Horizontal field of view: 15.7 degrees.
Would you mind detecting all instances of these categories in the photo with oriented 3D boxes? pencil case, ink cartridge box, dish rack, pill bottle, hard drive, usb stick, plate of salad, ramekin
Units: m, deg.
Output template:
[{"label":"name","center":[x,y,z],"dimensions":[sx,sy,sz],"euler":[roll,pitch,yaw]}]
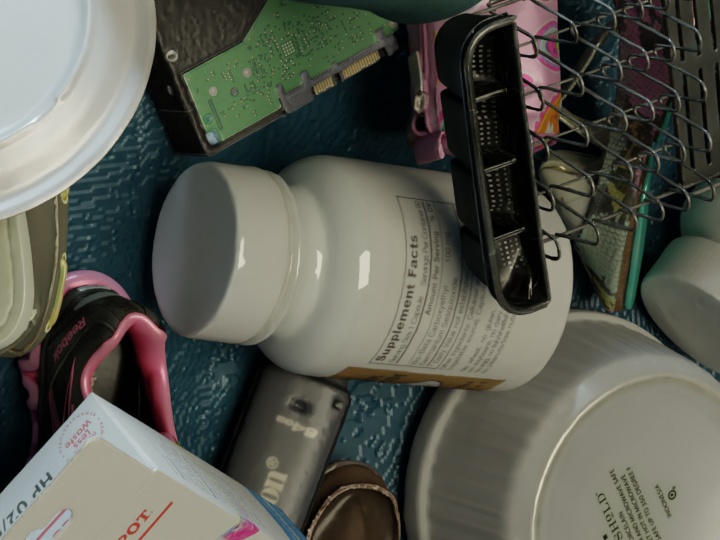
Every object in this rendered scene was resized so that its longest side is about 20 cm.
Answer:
[{"label":"pencil case","center":[0.059,-0.154,1.378],"dimensions":[0.087,0.087,0.200],"euler":[0,86,-33]},{"label":"ink cartridge box","center":[-0.113,0.137,1.223],"dimensions":[0.115,0.068,0.200],"euler":[-48,137,3]},{"label":"dish rack","center":[0.129,-0.082,1.309],"dimensions":[0.200,0.055,0.154],"euler":[-21,119,-25]},{"label":"pill bottle","center":[0.000,0.000,1.350],"dimensions":[0.200,0.114,0.114],"euler":[7,90,-33]},{"label":"hard drive","center":[-0.070,-0.176,1.336],"dimensions":[0.140,0.038,0.200],"euler":[-32,109,-26]},{"label":"pill bottle","center":[0.255,-0.038,1.514],"dimensions":[0.200,0.110,0.110],"euler":[-49,117,-19]},{"label":"usb stick","center":[-0.061,0.141,1.365],"dimensions":[0.055,0.033,0.200],"euler":[20,81,3]},{"label":"plate of salad","center":[-0.194,-0.108,1.216],"dimensions":[0.200,0.048,0.200],"euler":[0,69,-1]},{"label":"ramekin","center":[0.133,0.125,1.450],"dimensions":[0.202,0.094,0.203],"euler":[-6,101,-31]}]

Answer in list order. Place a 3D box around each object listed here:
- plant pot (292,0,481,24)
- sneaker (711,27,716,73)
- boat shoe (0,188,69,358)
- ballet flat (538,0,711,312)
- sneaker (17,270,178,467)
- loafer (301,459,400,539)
[{"label":"plant pot","center":[-0.010,-0.211,1.245],"dimensions":[0.188,0.200,0.200],"euler":[28,78,-46]},{"label":"sneaker","center":[0.248,-0.106,1.465],"dimensions":[0.077,0.200,0.089],"euler":[21,98,-38]},{"label":"boat shoe","center":[-0.176,-0.057,1.265],"dimensions":[0.060,0.072,0.202],"euler":[28,60,-72]},{"label":"ballet flat","center":[0.140,-0.073,1.451],"dimensions":[0.071,0.069,0.200],"euler":[13,118,2]},{"label":"sneaker","center":[-0.123,0.103,1.293],"dimensions":[0.079,0.095,0.200],"euler":[-9,100,-34]},{"label":"loafer","center":[-0.013,0.201,1.384],"dimensions":[0.073,0.071,0.200],"euler":[13,87,-33]}]
